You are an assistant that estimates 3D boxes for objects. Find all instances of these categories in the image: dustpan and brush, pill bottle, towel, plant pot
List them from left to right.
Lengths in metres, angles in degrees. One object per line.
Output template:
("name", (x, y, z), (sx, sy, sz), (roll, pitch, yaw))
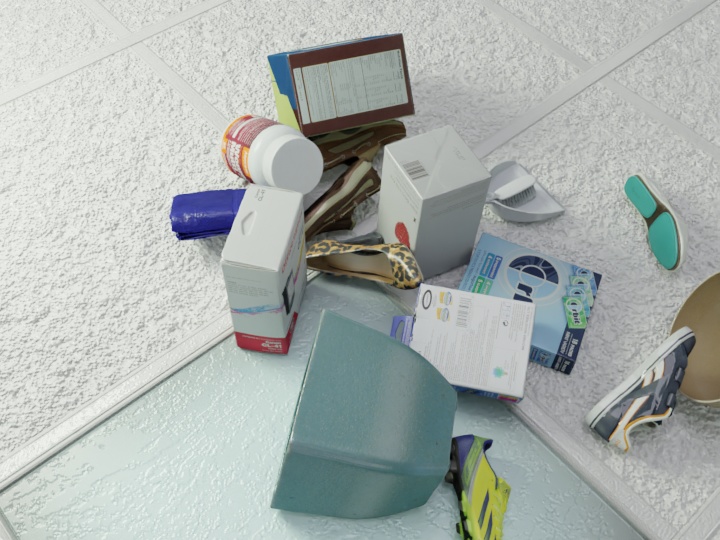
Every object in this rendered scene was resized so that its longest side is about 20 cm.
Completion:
("towel", (-0.203, -0.094, 1.317), (0.197, 0.050, 0.148), (-5, 20, -7))
("pill bottle", (-0.144, -0.185, 1.324), (0.109, 0.111, 0.200), (-26, 28, -21))
("plant pot", (0.012, 0.201, 1.041), (0.198, 0.197, 0.197), (15, 52, -3))
("dustpan and brush", (0.236, -0.124, 1.375), (0.199, 0.058, 0.140), (-26, 58, -21))
("plant pot", (0.551, 0.113, 1.149), (0.133, 0.200, 0.202), (25, 50, -18))

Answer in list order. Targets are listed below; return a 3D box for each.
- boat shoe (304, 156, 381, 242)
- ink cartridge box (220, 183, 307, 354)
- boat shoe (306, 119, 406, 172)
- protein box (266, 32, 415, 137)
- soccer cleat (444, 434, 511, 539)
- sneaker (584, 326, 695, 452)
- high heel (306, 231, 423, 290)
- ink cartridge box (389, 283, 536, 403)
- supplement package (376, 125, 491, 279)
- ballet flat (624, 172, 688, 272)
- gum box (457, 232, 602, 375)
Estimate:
("boat shoe", (-0.037, -0.093, 1.331), (0.202, 0.075, 0.075), (-46, 102, -13))
("ink cartridge box", (-0.132, 0.002, 1.171), (0.085, 0.201, 0.149), (10, 53, 5))
("boat shoe", (-0.009, -0.211, 1.432), (0.198, 0.076, 0.075), (-17, 87, -23))
("protein box", (-0.038, -0.321, 1.410), (0.198, 0.137, 0.198), (-14, 17, -13))
("soccer cleat", (0.160, 0.301, 1.044), (0.083, 0.065, 0.202), (-3, 52, -9))
("sneaker", (0.409, 0.169, 1.141), (0.200, 0.079, 0.079), (-42, 65, -6))
("high heel", (0.000, 0.000, 1.236), (0.141, 0.072, 0.200), (-16, 27, -21))
("ink cartridge box", (0.139, 0.100, 1.160), (0.198, 0.076, 0.138), (10, 75, 7))
("supplement package", (0.106, -0.097, 1.259), (0.119, 0.201, 0.122), (-20, 55, -18))
("ballet flat", (0.507, -0.083, 1.363), (0.069, 0.070, 0.202), (-7, 52, -9))
("gum box", (0.251, 0.047, 1.256), (0.198, 0.045, 0.171), (20, 55, 13))
